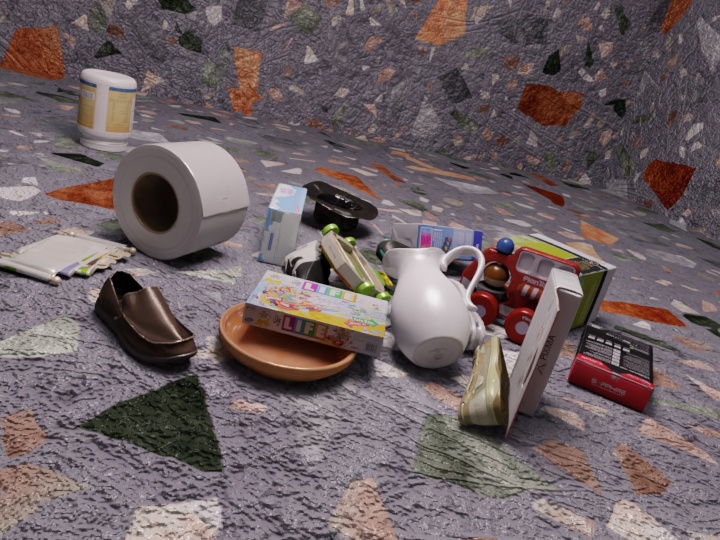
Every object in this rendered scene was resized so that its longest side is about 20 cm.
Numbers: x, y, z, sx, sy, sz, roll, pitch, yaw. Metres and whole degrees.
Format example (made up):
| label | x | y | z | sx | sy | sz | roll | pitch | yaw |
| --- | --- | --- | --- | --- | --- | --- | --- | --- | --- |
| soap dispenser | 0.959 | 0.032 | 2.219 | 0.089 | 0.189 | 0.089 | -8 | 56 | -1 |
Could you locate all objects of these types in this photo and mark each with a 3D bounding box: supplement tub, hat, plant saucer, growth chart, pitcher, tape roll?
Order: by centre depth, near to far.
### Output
| label | x | y | z | sx | sy | sz | roll | pitch | yaw |
| --- | --- | --- | --- | --- | --- | --- | --- | --- | --- |
| plant saucer | -0.104 | 0.102 | 0.849 | 0.200 | 0.038 | 0.200 | 13 | 21 | -5 |
| pitcher | 0.128 | 0.045 | 0.942 | 0.171 | 0.121 | 0.200 | -15 | 46 | 8 |
| growth chart | -0.475 | -0.025 | 0.962 | 0.145 | 0.018 | 0.200 | 18 | 21 | 10 |
| tape roll | -0.327 | -0.132 | 1.077 | 0.202 | 0.203 | 0.139 | 21 | 21 | 19 |
| hat | -0.061 | -0.145 | 1.466 | 0.200 | 0.081 | 0.201 | 18 | 25 | -9 |
| supplement tub | -0.708 | -0.445 | 1.645 | 0.144 | 0.200 | 0.145 | 13 | 20 | -5 |

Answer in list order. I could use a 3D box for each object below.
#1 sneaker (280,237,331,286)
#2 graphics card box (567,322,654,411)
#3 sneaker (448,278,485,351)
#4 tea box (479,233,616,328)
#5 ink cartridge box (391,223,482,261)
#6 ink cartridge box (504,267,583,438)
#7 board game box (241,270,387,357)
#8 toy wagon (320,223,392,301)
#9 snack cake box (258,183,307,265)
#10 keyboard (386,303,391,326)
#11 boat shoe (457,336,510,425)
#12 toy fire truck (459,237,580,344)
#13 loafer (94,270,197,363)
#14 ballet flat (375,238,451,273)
| label | x | y | z | sx | sy | sz | roll | pitch | yaw |
| --- | --- | --- | --- | --- | --- | --- | --- | --- | --- |
| sneaker | -0.104 | 0.006 | 1.070 | 0.088 | 0.074 | 0.200 | -11 | 22 | 9 |
| graphics card box | 0.442 | 0.161 | 1.034 | 0.125 | 0.051 | 0.200 | 21 | 22 | 19 |
| sneaker | 0.150 | 0.067 | 1.051 | 0.082 | 0.075 | 0.200 | 9 | 22 | -19 |
| tea box | 0.392 | 0.020 | 1.252 | 0.197 | 0.134 | 0.200 | -6 | 28 | -44 |
| ink cartridge box | 0.188 | -0.064 | 1.370 | 0.200 | 0.076 | 0.136 | 3 | 3 | -23 |
| ink cartridge box | 0.253 | 0.115 | 0.817 | 0.043 | 0.200 | 0.174 | 18 | 21 | 8 |
| board game box | -0.061 | 0.061 | 0.882 | 0.200 | 0.034 | 0.134 | 14 | 20 | -1 |
| toy wagon | 0.000 | 0.000 | 1.104 | 0.155 | 0.040 | 0.200 | 59 | 13 | 30 |
| snack cake box | -0.159 | -0.099 | 1.226 | 0.067 | 0.115 | 0.200 | 11 | 20 | -6 |
| keyboard | 0.019 | 0.085 | 1.017 | 0.200 | 0.011 | 0.056 | -9 | 35 | -46 |
| boat shoe | 0.179 | 0.157 | 0.857 | 0.063 | 0.073 | 0.201 | -13 | 19 | 18 |
| toy fire truck | 0.290 | 0.030 | 1.108 | 0.200 | 0.168 | 0.112 | 23 | 22 | 22 |
| loafer | -0.292 | 0.058 | 0.789 | 0.200 | 0.071 | 0.073 | 27 | 24 | 30 |
| ballet flat | 0.118 | -0.009 | 1.243 | 0.200 | 0.068 | 0.068 | 13 | 37 | -31 |
